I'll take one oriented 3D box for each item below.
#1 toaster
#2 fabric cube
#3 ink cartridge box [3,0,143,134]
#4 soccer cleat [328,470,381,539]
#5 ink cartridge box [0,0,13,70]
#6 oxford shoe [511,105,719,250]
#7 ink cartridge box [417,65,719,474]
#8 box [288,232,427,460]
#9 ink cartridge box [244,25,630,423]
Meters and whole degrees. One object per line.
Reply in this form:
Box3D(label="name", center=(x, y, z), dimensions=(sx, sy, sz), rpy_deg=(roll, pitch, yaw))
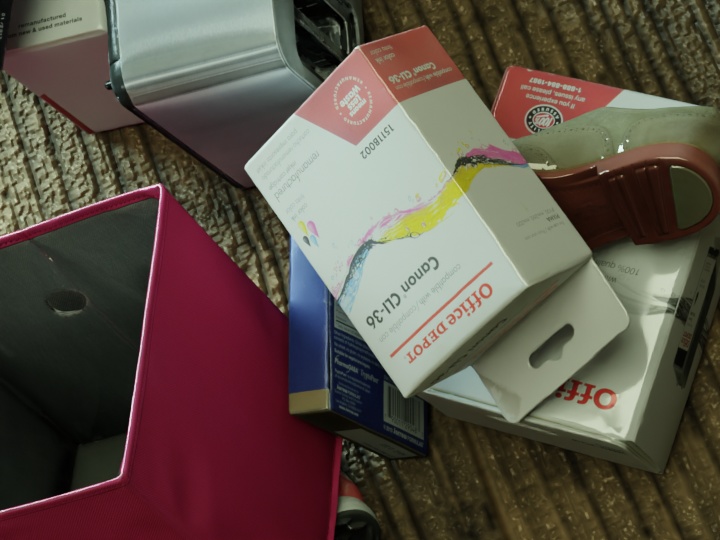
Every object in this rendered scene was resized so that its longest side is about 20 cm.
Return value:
Box3D(label="toaster", center=(-0.076, -0.168, 1.672), dimensions=(0.118, 0.200, 0.181), rpy_deg=(-12, 69, 20))
Box3D(label="fabric cube", center=(-0.145, 0.106, 1.562), dimensions=(0.200, 0.199, 0.197), rpy_deg=(-17, 49, 25))
Box3D(label="ink cartridge box", center=(-0.168, -0.206, 1.745), dimensions=(0.084, 0.144, 0.201), rpy_deg=(-11, 70, 18))
Box3D(label="soccer cleat", center=(-0.078, 0.189, 1.638), dimensions=(0.200, 0.068, 0.073), rpy_deg=(-41, 42, 6))
Box3D(label="ink cartridge box", center=(-0.250, -0.192, 1.691), dimensions=(0.200, 0.039, 0.100), rpy_deg=(-139, 56, -59))
Box3D(label="oxford shoe", center=(0.114, -0.049, 1.560), dimensions=(0.199, 0.071, 0.075), rpy_deg=(-4, 37, 26))
Box3D(label="ink cartridge box", center=(0.128, 0.000, 1.608), dimensions=(0.146, 0.083, 0.200), rpy_deg=(15, 78, 24))
Box3D(label="box", center=(0.000, 0.000, 1.632), dimensions=(0.032, 0.121, 0.201), rpy_deg=(-8, 70, 27))
Box3D(label="ink cartridge box", center=(0.041, -0.016, 1.515), dimensions=(0.200, 0.067, 0.116), rpy_deg=(54, 129, 11))
